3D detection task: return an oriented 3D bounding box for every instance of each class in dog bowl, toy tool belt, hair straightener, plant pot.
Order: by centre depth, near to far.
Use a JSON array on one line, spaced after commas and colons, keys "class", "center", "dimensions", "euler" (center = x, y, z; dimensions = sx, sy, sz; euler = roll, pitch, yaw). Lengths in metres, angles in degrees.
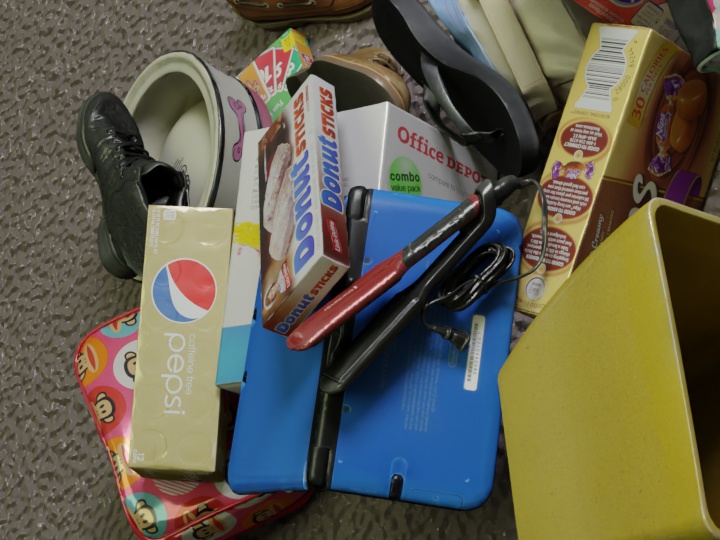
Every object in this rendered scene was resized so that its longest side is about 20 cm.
[{"class": "plant pot", "center": [0.196, 0.101, 1.042], "dimensions": [0.176, 0.199, 0.201], "euler": [-33, 54, 44]}, {"class": "hair straightener", "center": [0.048, 0.012, 1.090], "dimensions": [0.200, 0.077, 0.041], "euler": [-41, 18, -18]}, {"class": "toy tool belt", "center": [0.101, -0.187, 1.271], "dimensions": [0.123, 0.125, 0.201], "euler": [-42, 69, 31]}, {"class": "dog bowl", "center": [-0.145, -0.084, 1.479], "dimensions": [0.200, 0.073, 0.202], "euler": [-18, 68, 51]}]

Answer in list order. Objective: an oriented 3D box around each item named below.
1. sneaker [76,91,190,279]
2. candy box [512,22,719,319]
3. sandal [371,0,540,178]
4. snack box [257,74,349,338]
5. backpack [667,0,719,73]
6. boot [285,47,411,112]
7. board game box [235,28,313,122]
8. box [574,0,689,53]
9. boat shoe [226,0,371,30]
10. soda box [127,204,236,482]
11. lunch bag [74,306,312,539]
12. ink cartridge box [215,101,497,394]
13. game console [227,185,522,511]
[{"class": "sneaker", "center": [-0.179, -0.071, 1.414], "dimensions": [0.104, 0.060, 0.201], "euler": [-32, 62, 48]}, {"class": "candy box", "center": [0.176, -0.052, 1.158], "dimensions": [0.056, 0.116, 0.201], "euler": [13, 83, 45]}, {"class": "sandal", "center": [0.062, -0.130, 1.250], "dimensions": [0.043, 0.076, 0.200], "euler": [-28, 53, -19]}, {"class": "snack box", "center": [-0.040, -0.047, 1.149], "dimensions": [0.072, 0.024, 0.201], "euler": [-49, 28, 30]}, {"class": "backpack", "center": [0.302, -0.176, 1.048], "dimensions": [0.199, 0.177, 0.151], "euler": [-27, 83, 24]}, {"class": "boot", "center": [0.005, -0.151, 1.348], "dimensions": [0.075, 0.074, 0.200], "euler": [-32, 16, -13]}, {"class": "board game box", "center": [-0.062, -0.103, 1.467], "dimensions": [0.095, 0.030, 0.201], "euler": [-38, 54, 28]}, {"class": "box", "center": [0.177, -0.227, 1.164], "dimensions": [0.103, 0.199, 0.095], "euler": [-51, 48, 17]}, {"class": "boat shoe", "center": [-0.040, -0.253, 1.471], "dimensions": [0.199, 0.068, 0.072], "euler": [-14, 64, 38]}, {"class": "soda box", "center": [-0.132, 0.056, 1.295], "dimensions": [0.067, 0.064, 0.202], "euler": [3, 76, 2]}, {"class": "lunch bag", "center": [-0.121, 0.110, 1.365], "dimensions": [0.175, 0.082, 0.201], "euler": [-25, 64, 3]}, {"class": "ink cartridge box", "center": [0.000, 0.000, 1.281], "dimensions": [0.145, 0.146, 0.202], "euler": [-8, 70, 39]}, {"class": "game console", "center": [0.008, 0.057, 1.148], "dimensions": [0.118, 0.169, 0.202], "euler": [107, 172, -76]}]
